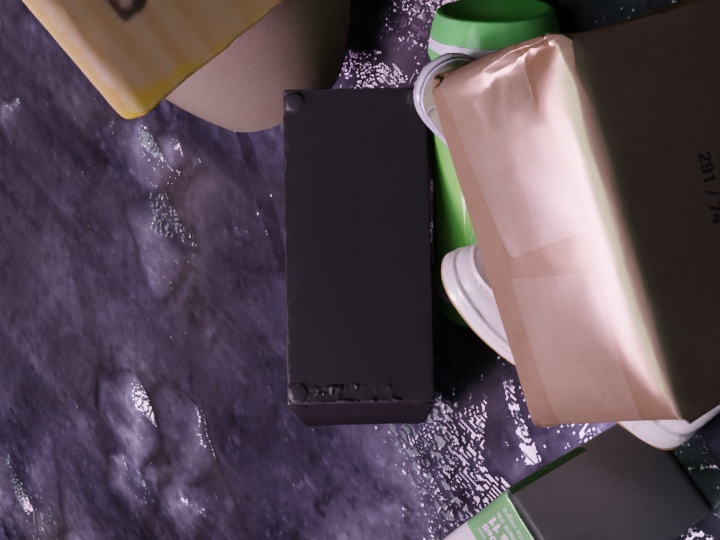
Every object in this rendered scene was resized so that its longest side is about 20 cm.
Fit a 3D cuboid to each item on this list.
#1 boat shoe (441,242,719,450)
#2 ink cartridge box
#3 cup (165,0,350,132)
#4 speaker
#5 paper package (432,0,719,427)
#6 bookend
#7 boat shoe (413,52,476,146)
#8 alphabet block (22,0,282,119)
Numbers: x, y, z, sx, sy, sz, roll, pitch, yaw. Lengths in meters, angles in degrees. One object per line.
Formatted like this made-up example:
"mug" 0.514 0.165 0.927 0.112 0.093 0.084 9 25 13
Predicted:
"boat shoe" 0.141 0.033 0.848 0.200 0.071 0.069 30 131 -19
"ink cartridge box" 0.110 0.194 0.941 0.083 0.146 0.200 56 137 14
"cup" -0.086 -0.180 0.964 0.200 0.200 0.143 15 145 42
"speaker" 0.085 -0.067 0.895 0.088 0.088 0.200 19 121 40
"paper package" 0.157 -0.038 0.752 0.103 0.190 0.200 -10 99 50
"bookend" 0.000 0.000 0.958 0.199 0.092 0.200 85 -176 -81
"boat shoe" 0.110 -0.048 0.824 0.200 0.062 0.072 35 104 -19
"alphabet block" -0.142 -0.244 0.788 0.195 0.196 0.200 49 177 44
